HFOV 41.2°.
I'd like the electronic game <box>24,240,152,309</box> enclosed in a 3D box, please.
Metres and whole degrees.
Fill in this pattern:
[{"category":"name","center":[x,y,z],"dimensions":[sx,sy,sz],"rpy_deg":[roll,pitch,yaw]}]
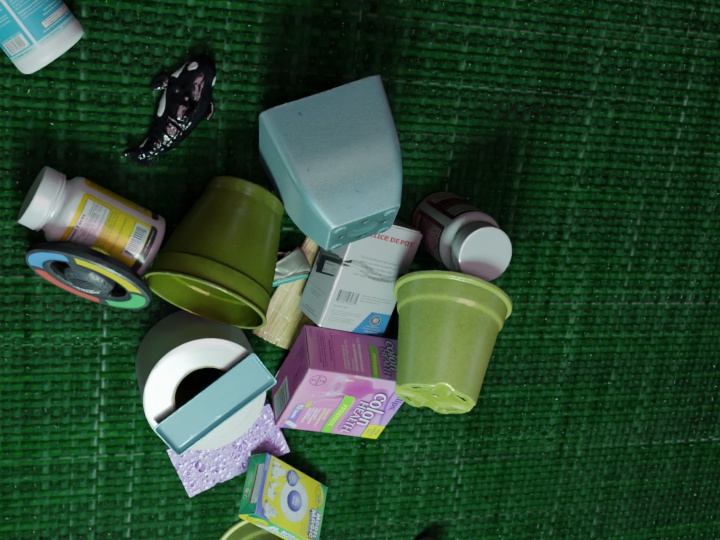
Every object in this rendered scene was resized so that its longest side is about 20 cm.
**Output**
[{"category":"electronic game","center":[-0.417,0.011,1.472],"dimensions":[0.200,0.200,0.042],"rpy_deg":[27,66,-25]}]

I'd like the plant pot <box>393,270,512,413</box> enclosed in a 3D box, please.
[{"category":"plant pot","center":[0.137,0.127,1.571],"dimensions":[0.200,0.200,0.185],"rpy_deg":[24,63,-24]}]

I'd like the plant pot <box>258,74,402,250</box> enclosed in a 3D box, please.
[{"category":"plant pot","center":[-0.033,-0.149,1.492],"dimensions":[0.196,0.196,0.201],"rpy_deg":[-19,77,-11]}]

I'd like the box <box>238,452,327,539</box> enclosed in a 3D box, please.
[{"category":"box","center":[-0.129,0.423,1.736],"dimensions":[0.048,0.118,0.200],"rpy_deg":[-15,141,33]}]

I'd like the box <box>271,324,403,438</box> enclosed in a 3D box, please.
[{"category":"box","center":[-0.033,0.198,1.673],"dimensions":[0.199,0.097,0.176],"rpy_deg":[10,135,-22]}]

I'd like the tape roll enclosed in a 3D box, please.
[{"category":"tape roll","center":[-0.269,0.180,1.603],"dimensions":[0.202,0.139,0.203],"rpy_deg":[-6,110,-17]}]

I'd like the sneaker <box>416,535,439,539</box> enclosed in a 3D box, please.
[{"category":"sneaker","center":[0.131,0.625,1.942],"dimensions":[0.115,0.076,0.200],"rpy_deg":[23,110,-30]}]

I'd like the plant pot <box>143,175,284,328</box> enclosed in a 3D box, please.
[{"category":"plant pot","center":[-0.211,-0.037,1.508],"dimensions":[0.200,0.200,0.193],"rpy_deg":[28,69,-25]}]

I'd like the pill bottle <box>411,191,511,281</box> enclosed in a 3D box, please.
[{"category":"pill bottle","center":[0.172,-0.057,1.635],"dimensions":[0.114,0.200,0.115],"rpy_deg":[-6,111,-16]}]

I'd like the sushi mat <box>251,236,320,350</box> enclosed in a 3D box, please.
[{"category":"sushi mat","center":[-0.102,0.044,1.680],"dimensions":[0.095,0.012,0.200],"rpy_deg":[27,98,-25]}]

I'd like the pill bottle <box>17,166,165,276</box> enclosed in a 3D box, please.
[{"category":"pill bottle","center":[-0.413,-0.074,1.477],"dimensions":[0.200,0.114,0.115],"rpy_deg":[28,98,-25]}]

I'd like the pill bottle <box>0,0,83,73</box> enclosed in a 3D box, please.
[{"category":"pill bottle","center":[-0.491,-0.386,1.341],"dimensions":[0.111,0.111,0.200],"rpy_deg":[-36,116,-4]}]

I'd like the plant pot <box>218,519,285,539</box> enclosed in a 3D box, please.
[{"category":"plant pot","center":[-0.160,0.578,1.756],"dimensions":[0.200,0.184,0.201],"rpy_deg":[-6,110,-16]}]

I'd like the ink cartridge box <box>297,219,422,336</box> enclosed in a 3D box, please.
[{"category":"ink cartridge box","center":[0.000,0.000,1.645],"dimensions":[0.144,0.084,0.201],"rpy_deg":[13,104,-38]}]

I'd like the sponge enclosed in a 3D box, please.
[{"category":"sponge","center":[-0.237,0.318,1.723],"dimensions":[0.199,0.030,0.112],"rpy_deg":[-23,115,-10]}]

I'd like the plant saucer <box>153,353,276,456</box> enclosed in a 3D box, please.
[{"category":"plant saucer","center":[-0.233,0.213,1.540],"dimensions":[0.200,0.019,0.070],"rpy_deg":[-37,116,-3]}]

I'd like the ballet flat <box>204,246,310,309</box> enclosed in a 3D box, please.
[{"category":"ballet flat","center":[-0.184,0.012,1.622],"dimensions":[0.199,0.067,0.064],"rpy_deg":[-21,86,-8]}]

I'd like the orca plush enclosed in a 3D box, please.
[{"category":"orca plush","center":[-0.289,-0.244,1.482],"dimensions":[0.200,0.071,0.105],"rpy_deg":[-42,116,-1]}]
